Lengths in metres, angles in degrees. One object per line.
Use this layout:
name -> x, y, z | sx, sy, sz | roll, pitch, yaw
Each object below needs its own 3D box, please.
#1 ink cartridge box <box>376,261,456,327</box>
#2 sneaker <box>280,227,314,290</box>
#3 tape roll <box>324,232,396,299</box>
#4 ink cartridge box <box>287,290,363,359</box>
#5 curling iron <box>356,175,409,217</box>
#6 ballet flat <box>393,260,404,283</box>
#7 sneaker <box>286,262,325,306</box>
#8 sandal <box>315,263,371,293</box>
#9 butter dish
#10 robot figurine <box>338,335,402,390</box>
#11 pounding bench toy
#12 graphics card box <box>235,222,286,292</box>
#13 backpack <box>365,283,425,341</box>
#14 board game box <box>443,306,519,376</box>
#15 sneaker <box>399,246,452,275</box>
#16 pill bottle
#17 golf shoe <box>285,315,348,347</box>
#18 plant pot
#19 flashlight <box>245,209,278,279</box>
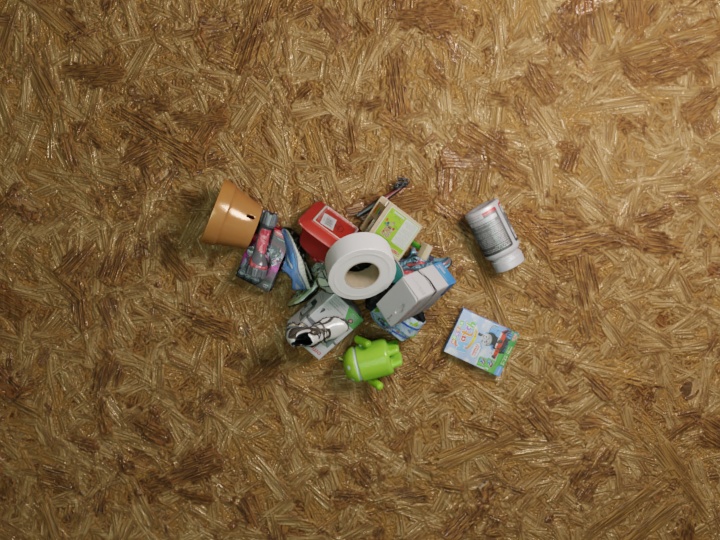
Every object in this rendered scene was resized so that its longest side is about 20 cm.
ink cartridge box -> 0.162, 0.067, 1.603 | 0.085, 0.198, 0.145 | 53, 131, 15
sneaker -> -0.213, -0.033, 1.699 | 0.088, 0.078, 0.204 | -16, 91, 13
tape roll -> 0.000, -0.010, 1.568 | 0.198, 0.072, 0.205 | -8, 136, -8
ink cartridge box -> -0.112, 0.161, 1.745 | 0.200, 0.084, 0.146 | -42, 118, 9
curling iron -> 0.067, -0.228, 1.720 | 0.199, 0.026, 0.050 | -36, 132, 12
ballet flat -> 0.059, -0.039, 1.671 | 0.199, 0.070, 0.070 | 38, 100, -27
sneaker -> -0.171, 0.034, 1.766 | 0.200, 0.077, 0.089 | -43, 81, 4
sandal -> -0.042, 0.016, 1.684 | 0.197, 0.054, 0.083 | -20, 92, -17
butter dish -> -0.107, -0.086, 1.694 | 0.198, 0.201, 0.149 | 36, 121, -3
robot figurine -> 0.033, 0.286, 1.760 | 0.196, 0.116, 0.178 | -15, 110, 6
pounding bench toy -> 0.115, -0.111, 1.676 | 0.198, 0.156, 0.125 | 34, 99, -15
graphics card box -> -0.303, -0.049, 1.763 | 0.124, 0.051, 0.203 | 26, 100, -1
backpack -> 0.109, 0.123, 1.721 | 0.197, 0.164, 0.156 | 20, 108, -7
board game box -> 0.384, 0.228, 1.769 | 0.197, 0.037, 0.154 | 24, 100, 1
sneaker -> 0.185, -0.030, 1.721 | 0.196, 0.079, 0.098 | -9, 96, 5
pill bottle -> 0.408, -0.103, 1.677 | 0.112, 0.114, 0.203 | -27, 96, 7
golf shoe -> -0.125, 0.195, 1.658 | 0.196, 0.095, 0.079 | -9, 116, -10
plant pot -> -0.387, -0.158, 1.691 | 0.138, 0.200, 0.203 | 21, 100, -17
flashlight -> -0.298, -0.079, 1.699 | 0.066, 0.068, 0.204 | 18, 100, 2
